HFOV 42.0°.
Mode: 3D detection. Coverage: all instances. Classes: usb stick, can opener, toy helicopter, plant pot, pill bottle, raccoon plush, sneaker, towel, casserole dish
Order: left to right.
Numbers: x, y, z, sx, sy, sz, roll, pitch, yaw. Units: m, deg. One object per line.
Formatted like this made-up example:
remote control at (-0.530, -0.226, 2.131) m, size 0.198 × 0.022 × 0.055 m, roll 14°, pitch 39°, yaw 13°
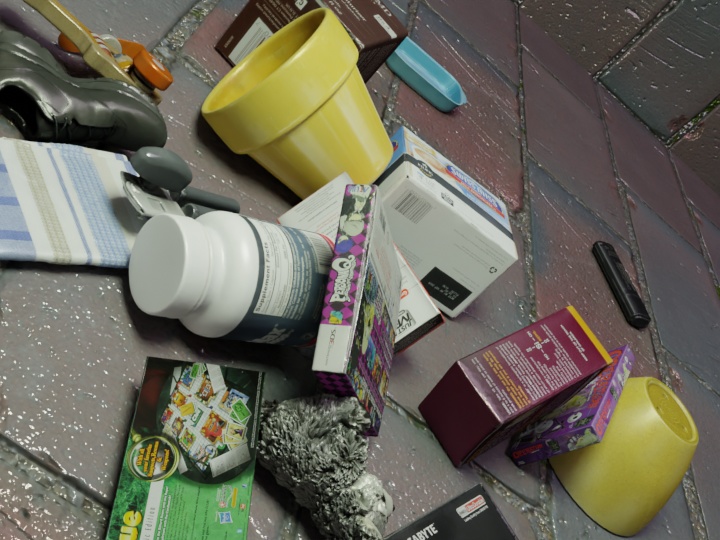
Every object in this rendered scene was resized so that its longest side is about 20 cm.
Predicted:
towel at (-0.274, -0.061, 0.874) m, size 0.199 × 0.024 × 0.148 m, roll 3°, pitch 51°, yaw -51°
sneaker at (-0.289, -0.155, 0.935) m, size 0.198 × 0.076 × 0.092 m, roll 20°, pitch 44°, yaw -25°
toy helicopter at (-0.296, -0.252, 1.023) m, size 0.200 × 0.079 × 0.133 m, roll 42°, pitch 11°, yaw -24°
can opener at (-0.169, -0.069, 0.950) m, size 0.053 × 0.066 × 0.200 m, roll 58°, pitch 14°, yaw 19°
pill bottle at (-0.114, 0.008, 0.900) m, size 0.199 × 0.120 × 0.120 m, roll 11°, pitch 44°, yaw -46°
raccoon plush at (-0.063, 0.188, 0.821) m, size 0.197 × 0.097 × 0.136 m, roll 2°, pitch 59°, yaw -11°
plant pot at (-0.063, -0.184, 1.154) m, size 0.189 × 0.199 × 0.202 m, roll 52°, pitch 25°, yaw -24°
casserole dish at (0.115, -0.368, 1.759) m, size 0.199 × 0.039 × 0.122 m, roll 37°, pitch 30°, yaw -19°
usb stick at (0.492, 0.024, 1.777) m, size 0.055 × 0.033 × 0.202 m, roll 16°, pitch 41°, yaw -32°
plant pot at (0.356, 0.223, 1.233) m, size 0.199 × 0.142 × 0.201 m, roll 33°, pitch 32°, yaw -23°

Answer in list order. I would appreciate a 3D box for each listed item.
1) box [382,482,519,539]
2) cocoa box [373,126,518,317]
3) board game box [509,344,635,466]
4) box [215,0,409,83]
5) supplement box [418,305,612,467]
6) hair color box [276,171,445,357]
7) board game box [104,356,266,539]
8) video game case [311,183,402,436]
box at (0.112, 0.320, 0.888) m, size 0.199 × 0.050 × 0.200 m, roll -5°, pitch 58°, yaw -56°
cocoa box at (0.090, -0.063, 1.244) m, size 0.199 × 0.133 × 0.132 m, roll 34°, pitch 30°, yaw -22°
board game box at (0.271, 0.168, 1.185) m, size 0.033 × 0.119 × 0.200 m, roll 61°, pitch 35°, yaw -10°
box at (-0.065, -0.330, 1.340) m, size 0.166 × 0.164 × 0.200 m, roll 47°, pitch 29°, yaw 1°
supplement box at (0.179, 0.130, 1.082) m, size 0.198 × 0.111 × 0.086 m, roll -20°, pitch 66°, yaw -36°
hair color box at (0.000, 0.000, 1.069) m, size 0.201 × 0.101 × 0.061 m, roll 57°, pitch 2°, yaw 18°
board game box at (-0.133, 0.156, 0.729) m, size 0.103 × 0.024 × 0.202 m, roll 11°, pitch 44°, yaw -8°
video game case at (0.003, 0.045, 0.906) m, size 0.200 × 0.035 × 0.184 m, roll 69°, pitch 28°, yaw -64°
